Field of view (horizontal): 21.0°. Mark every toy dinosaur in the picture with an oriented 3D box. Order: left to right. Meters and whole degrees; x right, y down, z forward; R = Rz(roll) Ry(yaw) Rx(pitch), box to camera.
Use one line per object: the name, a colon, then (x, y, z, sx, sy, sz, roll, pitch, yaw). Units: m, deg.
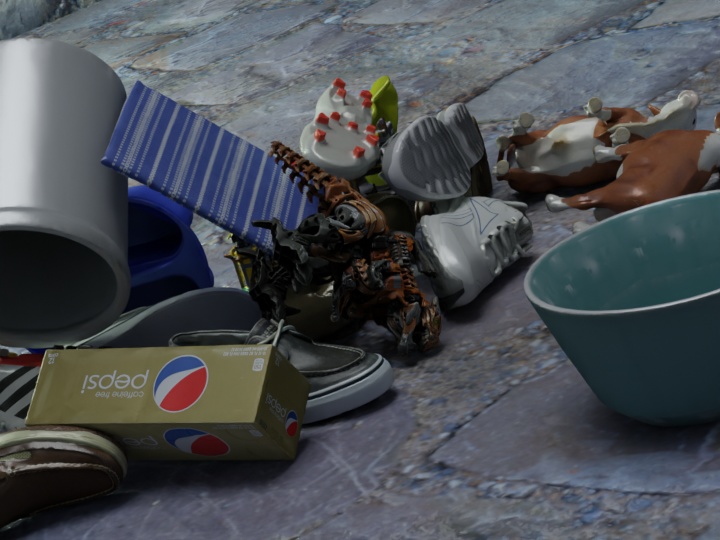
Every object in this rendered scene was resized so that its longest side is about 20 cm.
toy dinosaur: (-0.018, -0.012, 1.527, 0.135, 0.103, 0.200, -22, 47, -30)

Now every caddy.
caddy: (-0.224, 0.005, 1.715, 0.199, 0.142, 0.105, -14, 15, 13)

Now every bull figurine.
bull figurine: (0.212, -0.117, 1.765, 0.199, 0.065, 0.121, -19, -17, 21)
bull figurine: (0.243, -0.076, 1.621, 0.121, 0.065, 0.200, -10, 14, 33)

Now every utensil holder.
utensil holder: (-0.269, -0.066, 1.592, 0.169, 0.170, 0.201, -13, 54, 14)

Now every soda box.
soda box: (-0.142, 0.097, 1.416, 0.199, 0.068, 0.064, -3, 60, 26)

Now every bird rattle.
bird rattle: (-0.025, -0.109, 2.009, 0.199, 0.113, 0.163, -28, 4, 8)

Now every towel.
towel: (-0.115, -0.073, 1.602, 0.024, 0.199, 0.145, -55, 14, 28)

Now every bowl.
bowl: (0.216, 0.031, 1.274, 0.200, 0.106, 0.201, -16, 17, 5)

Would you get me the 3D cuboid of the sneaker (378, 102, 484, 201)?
sneaker: (0.051, -0.090, 1.691, 0.082, 0.075, 0.200, -26, 2, 20)

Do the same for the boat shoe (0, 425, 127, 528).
boat shoe: (-0.268, 0.167, 1.414, 0.201, 0.075, 0.075, -8, 48, 14)

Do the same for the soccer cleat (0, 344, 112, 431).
soccer cleat: (-0.277, 0.104, 1.553, 0.199, 0.086, 0.069, -3, -7, 25)

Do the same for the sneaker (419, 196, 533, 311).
sneaker: (0.098, -0.025, 1.620, 0.087, 0.075, 0.200, -8, 20, 11)

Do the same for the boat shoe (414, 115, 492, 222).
boat shoe: (0.085, -0.093, 1.831, 0.067, 0.072, 0.200, -12, 21, 10)

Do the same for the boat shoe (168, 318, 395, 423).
boat shoe: (-0.070, 0.073, 1.474, 0.199, 0.071, 0.072, -6, 20, 30)

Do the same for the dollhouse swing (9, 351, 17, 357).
dollhouse swing: (-0.422, 0.132, 1.697, 0.199, 0.176, 0.183, -6, 62, 30)

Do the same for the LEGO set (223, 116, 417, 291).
LEGO set: (-0.039, -0.069, 1.796, 0.199, 0.116, 0.154, -9, 19, 26)

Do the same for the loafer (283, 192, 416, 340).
loafer: (0.000, 0.000, 1.639, 0.067, 0.076, 0.200, -3, 32, 36)

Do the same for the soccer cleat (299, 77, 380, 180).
soccer cleat: (-0.022, -0.104, 1.680, 0.069, 0.078, 0.200, 23, 20, -5)

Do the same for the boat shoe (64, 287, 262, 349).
boat shoe: (-0.181, 0.059, 1.623, 0.199, 0.074, 0.065, -19, 22, -7)
